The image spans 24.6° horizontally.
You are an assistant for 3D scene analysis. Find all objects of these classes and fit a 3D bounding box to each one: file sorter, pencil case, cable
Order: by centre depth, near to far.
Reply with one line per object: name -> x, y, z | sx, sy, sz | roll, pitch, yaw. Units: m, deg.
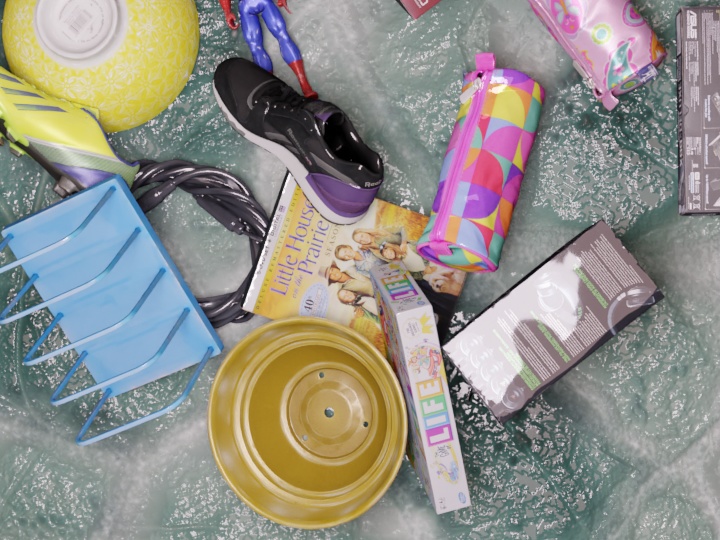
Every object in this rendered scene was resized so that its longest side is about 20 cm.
file sorter -> -0.248, 0.041, 1.545 | 0.138, 0.123, 0.200 | -22, 109, 21
pencil case -> 0.113, -0.098, 1.569 | 0.088, 0.088, 0.201 | 13, 77, 4
pencil case -> 0.208, -0.253, 1.581 | 0.087, 0.087, 0.200 | -36, 88, 3
cable -> -0.170, -0.026, 1.632 | 0.199, 0.051, 0.164 | 5, 85, 7

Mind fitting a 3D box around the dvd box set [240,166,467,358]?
dvd box set -> 0.000, 0.000, 1.598 | 0.199, 0.029, 0.147 | 20, 91, -10

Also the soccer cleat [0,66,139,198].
soccer cleat -> -0.297, -0.140, 1.580 | 0.200, 0.065, 0.084 | 45, 71, -15

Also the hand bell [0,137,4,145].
hand bell -> -0.381, -0.231, 1.622 | 0.104, 0.104, 0.201 | 11, 87, 4

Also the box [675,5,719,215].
box -> 0.384, -0.154, 1.584 | 0.157, 0.050, 0.201 | -2, 89, 4

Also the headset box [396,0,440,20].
headset box -> 0.072, -0.334, 1.555 | 0.200, 0.149, 0.077 | -38, 124, 3

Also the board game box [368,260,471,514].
board game box -> 0.054, 0.106, 1.533 | 0.034, 0.134, 0.201 | -14, 109, -6

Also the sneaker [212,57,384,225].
sneaker -> -0.051, -0.142, 1.545 | 0.200, 0.088, 0.076 | 44, 54, 8

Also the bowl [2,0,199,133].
bowl -> -0.264, -0.238, 1.606 | 0.199, 0.108, 0.201 | 0, 89, 5

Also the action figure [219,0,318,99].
action figure -> -0.101, -0.256, 1.626 | 0.065, 0.052, 0.201 | -22, 86, 9

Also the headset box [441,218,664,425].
headset box -> 0.169, 0.051, 1.536 | 0.200, 0.174, 0.093 | -38, 86, 2

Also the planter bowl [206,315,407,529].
planter bowl -> -0.041, 0.141, 1.589 | 0.199, 0.083, 0.201 | 1, 93, 16
